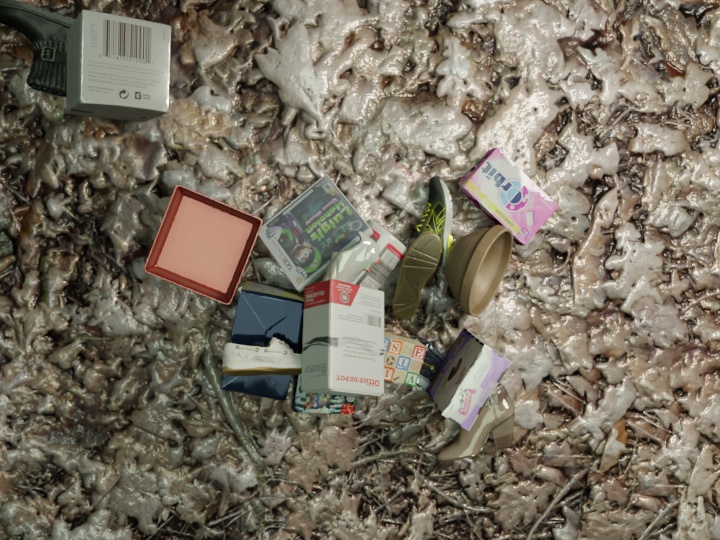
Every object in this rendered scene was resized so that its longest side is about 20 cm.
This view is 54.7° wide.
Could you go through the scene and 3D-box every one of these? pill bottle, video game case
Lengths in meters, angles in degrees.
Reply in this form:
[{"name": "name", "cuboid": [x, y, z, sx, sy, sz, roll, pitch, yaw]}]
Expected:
[{"name": "pill bottle", "cuboid": [0.000, 0.000, 1.490, 0.110, 0.111, 0.201, 38, 91, -6]}, {"name": "video game case", "cuboid": [-0.100, -0.082, 1.472, 0.199, 0.023, 0.182, -38, 63, 0]}]

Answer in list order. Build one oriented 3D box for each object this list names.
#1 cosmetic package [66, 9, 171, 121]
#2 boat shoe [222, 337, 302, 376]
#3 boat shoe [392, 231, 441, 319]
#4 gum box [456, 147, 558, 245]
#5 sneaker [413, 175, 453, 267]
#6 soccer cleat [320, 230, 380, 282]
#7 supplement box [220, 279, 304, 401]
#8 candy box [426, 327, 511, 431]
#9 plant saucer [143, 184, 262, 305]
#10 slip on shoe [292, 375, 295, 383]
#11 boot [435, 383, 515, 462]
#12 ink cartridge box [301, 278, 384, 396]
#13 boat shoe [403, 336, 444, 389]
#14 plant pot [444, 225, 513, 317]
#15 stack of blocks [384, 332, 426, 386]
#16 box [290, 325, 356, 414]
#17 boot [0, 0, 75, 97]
[{"name": "cosmetic package", "cuboid": [-0.474, -0.388, 1.354, 0.163, 0.199, 0.167, 0, 95, -29]}, {"name": "boat shoe", "cuboid": [-0.160, 0.159, 1.312, 0.198, 0.071, 0.070, 3, 69, -20]}, {"name": "boat shoe", "cuboid": [0.117, 0.005, 1.497, 0.072, 0.063, 0.202, 14, 110, -6]}, {"name": "gum box", "cuboid": [0.316, -0.164, 1.520, 0.200, 0.066, 0.114, 42, 89, -6]}, {"name": "sneaker", "cuboid": [0.156, -0.102, 1.510, 0.084, 0.074, 0.202, -5, 95, -3]}, {"name": "soccer cleat", "cuboid": [-0.046, 0.006, 1.403, 0.200, 0.069, 0.078, -43, 100, -1]}, {"name": "supplement box", "cuboid": [-0.198, 0.137, 1.442, 0.133, 0.200, 0.202, 12, 94, -7]}, {"name": "candy box", "cuboid": [0.224, 0.226, 1.482, 0.071, 0.200, 0.169, 32, 93, -6]}, {"name": "plant saucer", "cuboid": [-0.335, -0.055, 1.498, 0.198, 0.037, 0.201, 22, 93, -7]}, {"name": "slip on shoe", "cuboid": [-0.053, 0.218, 1.531, 0.198, 0.061, 0.077, -10, 103, -13]}, {"name": "boot", "cuboid": [0.252, 0.338, 1.567, 0.198, 0.070, 0.148, -13, 90, -4]}, {"name": "ink cartridge box", "cuboid": [-0.031, 0.132, 1.305, 0.144, 0.083, 0.202, 15, 68, -43]}, {"name": "boat shoe", "cuboid": [0.088, 0.170, 1.539, 0.199, 0.071, 0.091, 36, 81, -7]}, {"name": "plant pot", "cuboid": [0.242, -0.010, 1.488, 0.092, 0.200, 0.203, 23, 93, 26]}, {"name": "stack of blocks", "cuboid": [0.026, 0.185, 1.443, 0.198, 0.059, 0.116, 15, 96, -20]}, {"name": "box", "cuboid": [-0.067, 0.201, 1.471, 0.135, 0.040, 0.202, 5, 99, -17]}, {"name": "boot", "cuboid": [-0.661, -0.450, 1.417, 0.209, 0.079, 0.159, 16, 94, -6]}]
